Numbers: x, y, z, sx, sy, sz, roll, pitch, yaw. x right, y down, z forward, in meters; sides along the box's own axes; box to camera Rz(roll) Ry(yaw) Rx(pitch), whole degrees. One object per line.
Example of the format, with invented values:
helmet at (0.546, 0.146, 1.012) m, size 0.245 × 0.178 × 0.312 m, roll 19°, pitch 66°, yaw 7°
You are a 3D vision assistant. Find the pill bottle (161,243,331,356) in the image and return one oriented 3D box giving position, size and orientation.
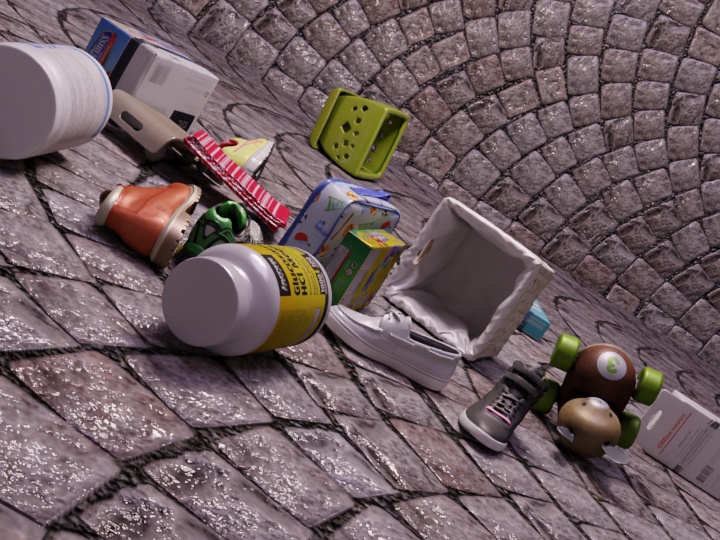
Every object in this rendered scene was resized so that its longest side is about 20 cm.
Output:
pill bottle at (-0.115, 0.029, 1.031) m, size 0.112 × 0.113 × 0.200 m, roll 37°, pitch 13°, yaw 17°

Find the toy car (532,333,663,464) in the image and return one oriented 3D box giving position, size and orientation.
toy car at (0.341, 0.209, 1.466) m, size 0.164 × 0.158 × 0.200 m, roll 22°, pitch 23°, yaw 7°

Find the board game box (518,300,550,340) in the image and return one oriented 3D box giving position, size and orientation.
board game box at (0.319, 0.066, 2.155) m, size 0.151 × 0.047 × 0.200 m, roll 32°, pitch 12°, yaw -7°

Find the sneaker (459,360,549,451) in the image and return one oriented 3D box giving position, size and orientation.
sneaker at (0.191, 0.169, 1.308) m, size 0.071 × 0.099 × 0.200 m, roll 38°, pitch 14°, yaw 13°

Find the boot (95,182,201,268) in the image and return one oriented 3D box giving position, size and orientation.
boot at (-0.253, -0.076, 1.194) m, size 0.107 × 0.075 × 0.200 m, roll 26°, pitch 14°, yaw -9°

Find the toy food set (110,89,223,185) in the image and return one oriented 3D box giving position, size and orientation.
toy food set at (-0.311, -0.202, 1.585) m, size 0.143 × 0.061 × 0.200 m, roll 39°, pitch 5°, yaw 24°

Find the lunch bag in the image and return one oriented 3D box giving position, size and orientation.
lunch bag at (-0.027, -0.058, 1.482) m, size 0.075 × 0.161 × 0.200 m, roll 38°, pitch 14°, yaw 22°

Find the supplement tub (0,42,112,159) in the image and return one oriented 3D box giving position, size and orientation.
supplement tub at (-0.387, -0.205, 1.198) m, size 0.132 × 0.132 × 0.200 m, roll 33°, pitch 11°, yaw -3°

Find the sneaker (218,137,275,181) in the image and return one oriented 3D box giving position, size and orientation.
sneaker at (-0.211, -0.209, 1.802) m, size 0.090 × 0.078 × 0.200 m, roll 25°, pitch 11°, yaw -4°

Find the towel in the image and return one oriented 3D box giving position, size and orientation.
towel at (-0.186, -0.142, 1.550) m, size 0.200 × 0.022 × 0.145 m, roll 44°, pitch 8°, yaw -8°

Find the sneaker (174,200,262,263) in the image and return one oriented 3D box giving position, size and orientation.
sneaker at (-0.160, -0.043, 1.265) m, size 0.078 × 0.085 × 0.200 m, roll 34°, pitch 11°, yaw 3°

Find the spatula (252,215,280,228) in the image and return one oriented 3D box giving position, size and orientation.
spatula at (-0.161, -0.076, 1.534) m, size 0.056 × 0.021 × 0.200 m, roll 41°, pitch 14°, yaw 2°

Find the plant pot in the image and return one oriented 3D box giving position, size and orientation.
plant pot at (-0.011, -0.369, 2.664) m, size 0.181 × 0.201 × 0.199 m, roll 29°, pitch 11°, yaw 17°

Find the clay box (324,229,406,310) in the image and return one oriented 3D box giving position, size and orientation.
clay box at (0.000, 0.000, 1.434) m, size 0.047 × 0.115 × 0.200 m, roll 35°, pitch 11°, yaw 12°

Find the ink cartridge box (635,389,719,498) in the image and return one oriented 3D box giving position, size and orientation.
ink cartridge box at (0.576, 0.294, 1.767) m, size 0.199 × 0.116 × 0.068 m, roll 33°, pitch 11°, yaw -4°

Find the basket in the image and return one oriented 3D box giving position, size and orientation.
basket at (0.182, 0.017, 1.656) m, size 0.200 × 0.199 × 0.161 m, roll 37°, pitch 9°, yaw 20°

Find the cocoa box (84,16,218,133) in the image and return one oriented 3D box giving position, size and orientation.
cocoa box at (-0.364, -0.319, 1.690) m, size 0.131 × 0.134 × 0.200 m, roll 37°, pitch 12°, yaw 20°

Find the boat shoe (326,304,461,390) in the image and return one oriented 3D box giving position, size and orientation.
boat shoe at (0.045, 0.088, 1.317) m, size 0.199 × 0.069 × 0.072 m, roll 31°, pitch 12°, yaw -12°

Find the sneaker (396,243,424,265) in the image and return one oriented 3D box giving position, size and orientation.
sneaker at (0.144, 0.027, 1.829) m, size 0.200 × 0.074 × 0.079 m, roll 39°, pitch 3°, yaw -2°
